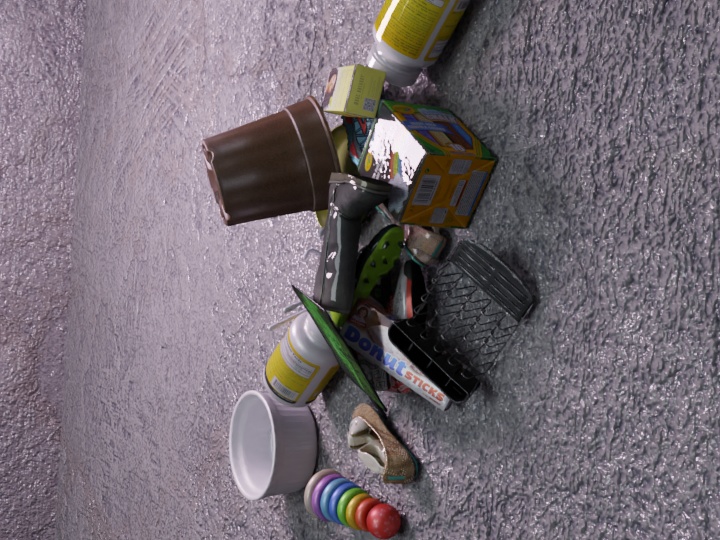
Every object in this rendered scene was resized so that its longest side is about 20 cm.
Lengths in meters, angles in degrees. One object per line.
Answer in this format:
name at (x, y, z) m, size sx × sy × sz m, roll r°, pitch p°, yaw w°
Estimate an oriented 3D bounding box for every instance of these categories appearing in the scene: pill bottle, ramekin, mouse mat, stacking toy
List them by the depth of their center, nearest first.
pill bottle at (0.087, -0.379, 1.513) m, size 0.200 × 0.112 × 0.113 m, roll -59°, pitch 41°, yaw 38°
mouse mat at (-0.033, 0.116, 1.530) m, size 0.200 × 0.008 × 0.161 m, roll 61°, pitch 168°, yaw -24°
stacking toy at (-0.005, 0.388, 1.644) m, size 0.200 × 0.085 × 0.086 m, roll 10°, pitch 96°, yaw 52°
pill bottle at (-0.085, 0.141, 1.757) m, size 0.200 × 0.111 × 0.111 m, roll -55°, pitch 43°, yaw 40°
ramekin at (-0.161, 0.323, 1.881) m, size 0.200 × 0.098 × 0.201 m, roll -8°, pitch 81°, yaw 58°

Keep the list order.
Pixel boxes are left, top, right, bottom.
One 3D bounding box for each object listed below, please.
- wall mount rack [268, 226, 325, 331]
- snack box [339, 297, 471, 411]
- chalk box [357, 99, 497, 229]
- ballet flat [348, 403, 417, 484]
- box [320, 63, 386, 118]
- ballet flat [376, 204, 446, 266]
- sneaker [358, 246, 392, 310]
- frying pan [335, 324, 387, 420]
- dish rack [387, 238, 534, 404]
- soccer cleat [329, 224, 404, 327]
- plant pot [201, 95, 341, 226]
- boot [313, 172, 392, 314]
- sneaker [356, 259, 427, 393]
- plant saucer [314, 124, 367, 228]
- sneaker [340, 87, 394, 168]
wall mount rack at (-0.083, 0.024, 1.732) m, size 0.200 × 0.074 × 0.174 m, roll 131°, pitch 161°, yaw -65°
snack box at (0.062, 0.121, 1.488) m, size 0.200 × 0.024 × 0.072 m, roll 33°, pitch 106°, yaw 21°
chalk box at (0.085, -0.168, 1.490) m, size 0.200 × 0.124 × 0.125 m, roll 58°, pitch 135°, yaw 46°
ballet flat at (0.019, 0.273, 1.611) m, size 0.200 × 0.065 × 0.071 m, roll 37°, pitch 129°, yaw 56°
box at (-0.015, -0.275, 1.561) m, size 0.200 × 0.050 × 0.075 m, roll -149°, pitch 72°, yaw -74°
ballet flat at (0.077, -0.088, 1.567) m, size 0.067 × 0.068 × 0.200 m, roll -50°, pitch 49°, yaw 18°
sneaker at (0.017, 0.066, 1.655) m, size 0.115 × 0.076 × 0.201 m, roll 148°, pitch 118°, yaw -73°
frying pan at (-0.008, 0.150, 1.606) m, size 0.190 × 0.031 × 0.115 m, roll 51°, pitch 173°, yaw 12°
dish rack at (0.141, 0.064, 1.385) m, size 0.153 × 0.055 × 0.200 m, roll 42°, pitch 124°, yaw 19°
soccer cleat at (0.000, 0.000, 1.545) m, size 0.081 × 0.067 × 0.200 m, roll 52°, pitch 126°, yaw 34°
plant pot at (-0.150, -0.170, 1.685) m, size 0.200 × 0.198 × 0.201 m, roll 163°, pitch 90°, yaw -78°
boot at (-0.018, -0.037, 1.459) m, size 0.182 × 0.072 × 0.200 m, roll -162°, pitch 85°, yaw -74°
sneaker at (0.045, 0.087, 1.547) m, size 0.108 × 0.067 × 0.202 m, roll -7°, pitch 83°, yaw 25°
plant saucer at (-0.025, -0.153, 1.761) m, size 0.200 × 0.031 × 0.200 m, roll -8°, pitch 80°, yaw 58°
sneaker at (0.023, -0.235, 1.643) m, size 0.096 × 0.079 × 0.200 m, roll -53°, pitch 45°, yaw 40°
